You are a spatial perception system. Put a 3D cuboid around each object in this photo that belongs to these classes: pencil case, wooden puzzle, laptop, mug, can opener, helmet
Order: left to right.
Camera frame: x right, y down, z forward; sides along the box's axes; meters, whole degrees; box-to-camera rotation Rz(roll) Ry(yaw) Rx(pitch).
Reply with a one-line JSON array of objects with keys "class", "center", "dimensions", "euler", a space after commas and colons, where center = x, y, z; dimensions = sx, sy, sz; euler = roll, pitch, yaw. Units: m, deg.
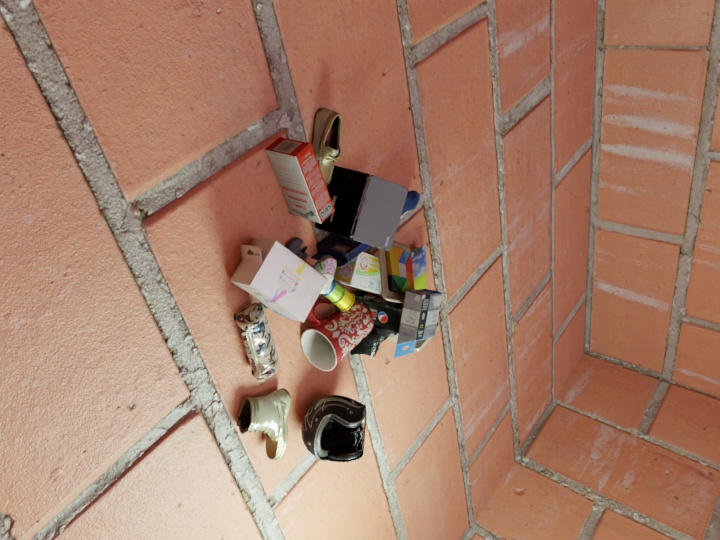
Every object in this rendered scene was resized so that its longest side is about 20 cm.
[{"class": "pencil case", "center": [-0.263, 0.185, 1.547], "dimensions": [0.090, 0.077, 0.202], "euler": [-57, 145, -49]}, {"class": "can opener", "center": [-0.205, 0.004, 1.586], "dimensions": [0.067, 0.053, 0.201], "euler": [41, 68, -17]}, {"class": "helmet", "center": [-0.080, 0.469, 1.812], "dimensions": [0.200, 0.188, 0.203], "euler": [3, 90, -86]}, {"class": "mug", "center": [-0.061, 0.165, 1.763], "dimensions": [0.199, 0.132, 0.180], "euler": [-34, 131, -44]}, {"class": "laptop", "center": [0.002, -0.169, 1.647], "dimensions": [0.103, 0.198, 0.180], "euler": [14, 94, -58]}, {"class": "wooden puzzle", "center": [0.112, 0.000, 1.788], "dimensions": [0.184, 0.037, 0.203], "euler": [14, 63, -55]}]

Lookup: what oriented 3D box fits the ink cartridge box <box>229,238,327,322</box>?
[{"class": "ink cartridge box", "center": [-0.208, 0.016, 1.470], "dimensions": [0.199, 0.128, 0.126], "euler": [38, 73, -30]}]

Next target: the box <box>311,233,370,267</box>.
[{"class": "box", "center": [-0.035, -0.080, 1.695], "dimensions": [0.200, 0.120, 0.033], "euler": [-38, 132, -37]}]

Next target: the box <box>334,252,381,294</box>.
[{"class": "box", "center": [0.000, 0.000, 1.782], "dimensions": [0.199, 0.112, 0.103], "euler": [18, 88, -53]}]

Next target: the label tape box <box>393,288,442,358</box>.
[{"class": "label tape box", "center": [0.170, 0.159, 1.775], "dimensions": [0.144, 0.063, 0.203], "euler": [-1, 102, -60]}]

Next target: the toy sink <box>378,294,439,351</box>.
[{"class": "toy sink", "center": [0.134, 0.149, 1.945], "dimensions": [0.130, 0.198, 0.113], "euler": [-45, 136, -30]}]

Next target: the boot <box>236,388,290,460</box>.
[{"class": "boot", "center": [-0.268, 0.430, 1.652], "dimensions": [0.154, 0.071, 0.203], "euler": [-1, 100, -53]}]

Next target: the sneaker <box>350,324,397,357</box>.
[{"class": "sneaker", "center": [0.043, 0.219, 1.877], "dimensions": [0.060, 0.198, 0.106], "euler": [-18, 103, -48]}]

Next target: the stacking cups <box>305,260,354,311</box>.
[{"class": "stacking cups", "center": [-0.098, 0.035, 1.681], "dimensions": [0.200, 0.060, 0.061], "euler": [44, 69, -34]}]

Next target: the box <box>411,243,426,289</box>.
[{"class": "box", "center": [0.177, 0.015, 2.070], "dimensions": [0.121, 0.047, 0.203], "euler": [-30, 127, -43]}]

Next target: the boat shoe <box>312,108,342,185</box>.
[{"class": "boat shoe", "center": [-0.086, -0.315, 1.576], "dimensions": [0.074, 0.066, 0.203], "euler": [-17, 117, -47]}]

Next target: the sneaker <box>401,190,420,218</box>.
[{"class": "sneaker", "center": [0.115, -0.222, 1.866], "dimensions": [0.199, 0.076, 0.112], "euler": [-35, 140, -30]}]

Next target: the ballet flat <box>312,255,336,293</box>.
[{"class": "ballet flat", "center": [-0.120, 0.042, 1.594], "dimensions": [0.068, 0.200, 0.072], "euler": [14, 50, -34]}]

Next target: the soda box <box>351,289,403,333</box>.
[{"class": "soda box", "center": [0.056, 0.121, 1.830], "dimensions": [0.063, 0.198, 0.072], "euler": [-23, 122, -48]}]

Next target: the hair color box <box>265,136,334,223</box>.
[{"class": "hair color box", "center": [-0.147, -0.222, 1.501], "dimensions": [0.064, 0.110, 0.202], "euler": [-45, 137, -30]}]
